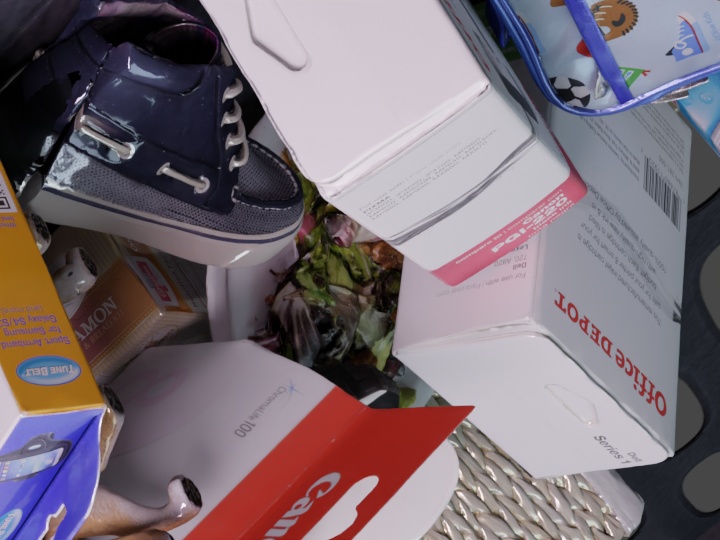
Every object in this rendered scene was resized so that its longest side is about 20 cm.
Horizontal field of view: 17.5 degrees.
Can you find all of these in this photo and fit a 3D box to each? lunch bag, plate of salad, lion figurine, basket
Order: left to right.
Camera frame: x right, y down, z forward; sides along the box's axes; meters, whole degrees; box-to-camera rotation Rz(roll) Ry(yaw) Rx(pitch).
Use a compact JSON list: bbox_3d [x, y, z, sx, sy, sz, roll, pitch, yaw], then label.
[{"bbox_3d":[-0.152,0.058,0.956,0.122,0.200,0.072,-32,151,12],"label":"lion figurine"},{"bbox_3d":[0.000,0.000,1.172,0.048,0.200,0.200,6,-171,40],"label":"plate of salad"},{"bbox_3d":[0.008,0.138,1.317,0.200,0.198,0.161,-26,-160,54],"label":"basket"},{"bbox_3d":[0.116,-0.154,1.010,0.160,0.076,0.200,-20,137,13],"label":"lunch bag"}]

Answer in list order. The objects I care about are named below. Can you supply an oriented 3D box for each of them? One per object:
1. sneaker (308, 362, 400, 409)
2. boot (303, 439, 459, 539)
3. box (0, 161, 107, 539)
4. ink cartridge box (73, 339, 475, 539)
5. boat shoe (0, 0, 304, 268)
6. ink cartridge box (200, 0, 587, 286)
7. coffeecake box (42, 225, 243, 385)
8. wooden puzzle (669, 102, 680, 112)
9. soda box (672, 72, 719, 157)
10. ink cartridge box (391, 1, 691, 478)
[{"bbox_3d":[-0.060,0.122,1.093,0.200,0.088,0.076,-33,-159,-8],"label":"sneaker"},{"bbox_3d":[-0.046,0.136,1.165,0.200,0.073,0.090,-31,-179,-8],"label":"boot"},{"bbox_3d":[-0.158,0.025,0.875,0.041,0.200,0.119,-1,142,-36],"label":"box"},{"bbox_3d":[-0.073,0.091,0.986,0.200,0.057,0.163,-13,-155,51],"label":"ink cartridge box"},{"bbox_3d":[-0.071,-0.061,1.012,0.093,0.075,0.200,-46,153,23],"label":"boat shoe"},{"bbox_3d":[0.011,-0.088,0.996,0.085,0.146,0.200,-34,162,10],"label":"ink cartridge box"},{"bbox_3d":[-0.121,0.049,1.198,0.153,0.073,0.200,-42,160,17],"label":"coffeecake box"},{"bbox_3d":[0.134,-0.127,1.302,0.185,0.046,0.200,-47,155,26],"label":"wooden puzzle"},{"bbox_3d":[0.163,-0.117,1.121,0.068,0.200,0.064,-40,161,7],"label":"soda box"},{"bbox_3d":[0.094,-0.017,1.161,0.084,0.200,0.146,-13,142,32],"label":"ink cartridge box"}]
